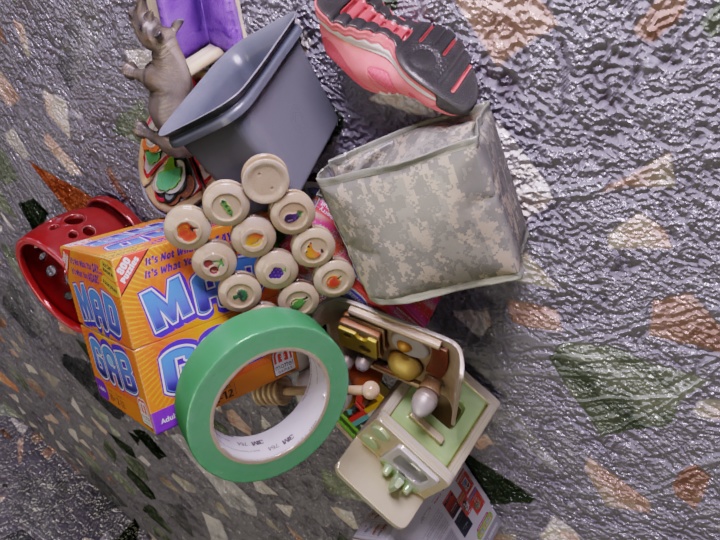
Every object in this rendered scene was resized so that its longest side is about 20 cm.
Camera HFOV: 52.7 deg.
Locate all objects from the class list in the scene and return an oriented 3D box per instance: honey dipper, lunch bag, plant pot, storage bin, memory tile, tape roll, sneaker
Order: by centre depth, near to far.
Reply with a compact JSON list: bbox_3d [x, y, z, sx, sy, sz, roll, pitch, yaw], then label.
[{"bbox_3d":[0.037,-0.214,0.749,0.199,0.074,0.087,38,156,15],"label":"sneaker"},{"bbox_3d":[0.064,-0.063,0.779,0.196,0.118,0.166,-13,117,25],"label":"lunch bag"},{"bbox_3d":[-0.104,-0.018,0.789,0.151,0.017,0.201,-29,125,7],"label":"memory tile"},{"bbox_3d":[-0.116,-0.165,0.818,0.143,0.202,0.135,-15,125,33],"label":"storage bin"},{"bbox_3d":[-0.109,0.143,0.826,0.048,0.198,0.204,38,150,50],"label":"tape roll"},{"bbox_3d":[-0.057,0.155,0.932,0.196,0.038,0.039,-6,122,35],"label":"honey dipper"},{"bbox_3d":[-0.475,-0.020,1.293,0.198,0.183,0.203,25,139,23],"label":"plant pot"}]

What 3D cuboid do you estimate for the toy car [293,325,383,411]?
[{"bbox_3d":[-0.044,0.098,1.048,0.149,0.175,0.201,-36,100,17],"label":"toy car"}]

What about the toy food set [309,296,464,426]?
[{"bbox_3d":[0.032,0.117,0.887,0.196,0.061,0.145,20,150,16],"label":"toy food set"}]

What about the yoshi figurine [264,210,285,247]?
[{"bbox_3d":[-0.166,-0.035,1.063,0.110,0.113,0.203,23,137,13],"label":"yoshi figurine"}]

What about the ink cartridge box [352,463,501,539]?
[{"bbox_3d":[0.110,0.401,1.126,0.083,0.200,0.177,-17,112,49],"label":"ink cartridge box"}]

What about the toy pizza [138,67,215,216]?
[{"bbox_3d":[-0.229,-0.170,0.945,0.197,0.205,0.031,11,176,36],"label":"toy pizza"}]

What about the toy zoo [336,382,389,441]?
[{"bbox_3d":[0.013,0.234,1.210,0.131,0.020,0.200,46,142,-1],"label":"toy zoo"}]

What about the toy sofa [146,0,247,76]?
[{"bbox_3d":[-0.199,-0.331,0.833,0.096,0.083,0.203,23,138,25],"label":"toy sofa"}]

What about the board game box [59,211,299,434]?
[{"bbox_3d":[-0.225,0.047,0.904,0.198,0.197,0.205,8,113,52],"label":"board game box"}]

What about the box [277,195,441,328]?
[{"bbox_3d":[0.000,0.000,0.907,0.199,0.101,0.095,40,150,-12],"label":"box"}]

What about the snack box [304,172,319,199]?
[{"bbox_3d":[0.016,-0.079,0.914,0.197,0.024,0.073,11,133,36],"label":"snack box"}]

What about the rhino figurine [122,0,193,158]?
[{"bbox_3d":[-0.229,-0.222,0.847,0.086,0.060,0.203,23,134,28],"label":"rhino figurine"}]

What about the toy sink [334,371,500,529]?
[{"bbox_3d":[0.077,0.223,0.985,0.130,0.200,0.112,40,150,4],"label":"toy sink"}]
